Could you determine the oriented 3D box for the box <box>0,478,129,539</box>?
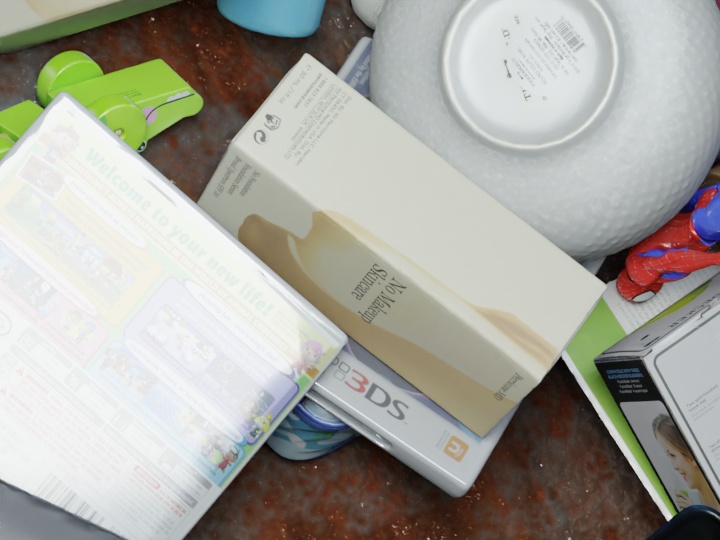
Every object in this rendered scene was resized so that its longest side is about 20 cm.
[{"bbox_3d":[-0.185,0.186,1.454,0.199,0.182,0.104,26,65,-7],"label":"box"}]

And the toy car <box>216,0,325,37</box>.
[{"bbox_3d":[-0.049,-0.255,1.707,0.176,0.185,0.200,19,19,16],"label":"toy car"}]

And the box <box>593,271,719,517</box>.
[{"bbox_3d":[0.229,0.103,1.610,0.116,0.060,0.201,-34,100,-21],"label":"box"}]

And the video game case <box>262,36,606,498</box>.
[{"bbox_3d":[0.028,-0.005,1.596,0.182,0.023,0.200,34,62,-3],"label":"video game case"}]

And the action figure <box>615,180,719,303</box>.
[{"bbox_3d":[0.198,-0.033,1.578,0.052,0.200,0.066,36,50,-12],"label":"action figure"}]

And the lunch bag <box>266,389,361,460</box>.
[{"bbox_3d":[0.000,0.000,1.645,0.199,0.082,0.161,-27,78,-26],"label":"lunch bag"}]

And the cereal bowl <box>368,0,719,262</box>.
[{"bbox_3d":[0.095,-0.105,1.549,0.199,0.083,0.201,-1,85,14],"label":"cereal bowl"}]

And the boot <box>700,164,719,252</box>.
[{"bbox_3d":[0.294,-0.035,1.676,0.200,0.074,0.155,39,64,-10],"label":"boot"}]

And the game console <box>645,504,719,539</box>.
[{"bbox_3d":[0.177,0.260,1.576,0.171,0.118,0.200,-41,86,-22],"label":"game console"}]

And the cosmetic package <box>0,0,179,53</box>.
[{"bbox_3d":[-0.136,-0.192,1.600,0.073,0.199,0.104,-10,85,-67],"label":"cosmetic package"}]

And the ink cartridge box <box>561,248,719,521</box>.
[{"bbox_3d":[0.209,0.052,1.697,0.199,0.076,0.148,-29,82,-22],"label":"ink cartridge box"}]

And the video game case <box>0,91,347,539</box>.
[{"bbox_3d":[-0.138,0.040,1.519,0.200,0.022,0.182,41,83,-3],"label":"video game case"}]

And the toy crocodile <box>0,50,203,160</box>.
[{"bbox_3d":[-0.179,-0.069,1.623,0.199,0.062,0.067,-24,43,-30],"label":"toy crocodile"}]

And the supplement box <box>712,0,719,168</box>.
[{"bbox_3d":[0.183,-0.106,1.677,0.085,0.200,0.111,-23,78,-25],"label":"supplement box"}]

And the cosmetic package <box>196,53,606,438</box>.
[{"bbox_3d":[0.018,-0.011,1.527,0.200,0.105,0.071,37,64,1],"label":"cosmetic package"}]

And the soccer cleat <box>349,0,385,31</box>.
[{"bbox_3d":[0.059,-0.226,1.745,0.070,0.086,0.201,29,64,-6],"label":"soccer cleat"}]
